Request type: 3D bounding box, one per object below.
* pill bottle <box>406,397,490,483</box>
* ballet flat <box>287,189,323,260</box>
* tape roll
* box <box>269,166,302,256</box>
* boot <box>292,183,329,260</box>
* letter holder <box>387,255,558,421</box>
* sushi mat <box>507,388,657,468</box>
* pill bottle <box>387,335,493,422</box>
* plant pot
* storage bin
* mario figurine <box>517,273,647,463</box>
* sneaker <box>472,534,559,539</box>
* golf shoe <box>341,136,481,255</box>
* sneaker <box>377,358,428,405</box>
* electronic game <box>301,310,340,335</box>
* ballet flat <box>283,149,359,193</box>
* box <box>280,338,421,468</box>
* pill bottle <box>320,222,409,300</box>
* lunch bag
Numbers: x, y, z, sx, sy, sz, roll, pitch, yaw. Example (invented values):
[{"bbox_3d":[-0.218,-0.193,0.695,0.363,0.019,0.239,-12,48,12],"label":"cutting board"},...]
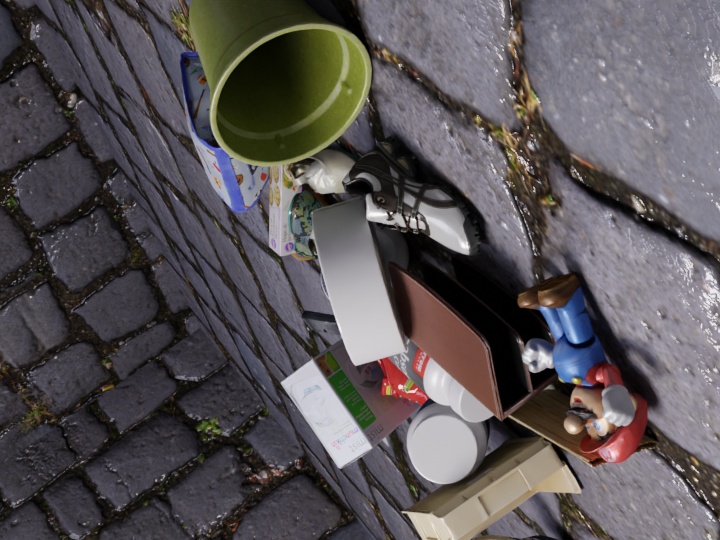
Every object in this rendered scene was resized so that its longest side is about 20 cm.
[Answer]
[{"bbox_3d":[0.126,0.240,1.572,0.116,0.115,0.200,54,-172,5],"label":"pill bottle"},{"bbox_3d":[-0.065,-0.063,1.600,0.074,0.074,0.200,53,173,10],"label":"ballet flat"},{"bbox_3d":[-0.001,0.014,1.376,0.202,0.070,0.204,-16,-90,-86],"label":"tape roll"},{"bbox_3d":[-0.116,-0.121,1.692,0.041,0.038,0.201,41,136,47],"label":"box"},{"bbox_3d":[-0.067,-0.049,1.774,0.144,0.071,0.202,46,158,34],"label":"boot"},{"bbox_3d":[0.133,0.054,1.309,0.200,0.100,0.143,40,157,45],"label":"letter holder"},{"bbox_3d":[0.240,0.176,1.252,0.200,0.095,0.012,-155,57,-63],"label":"sushi mat"},{"bbox_3d":[0.110,0.107,1.461,0.200,0.116,0.116,40,159,45],"label":"pill bottle"},{"bbox_3d":[-0.113,-0.259,1.293,0.201,0.199,0.185,76,167,-53],"label":"plant pot"},{"bbox_3d":[0.181,0.327,1.536,0.094,0.199,0.199,59,166,4],"label":"storage bin"},{"bbox_3d":[0.221,0.111,1.128,0.201,0.106,0.123,64,-161,-1],"label":"mario figurine"},{"bbox_3d":[0.243,0.434,1.658,0.199,0.075,0.085,16,-173,-16],"label":"sneaker"},{"bbox_3d":[0.059,-0.069,1.292,0.200,0.094,0.078,44,159,34],"label":"golf shoe"},{"bbox_3d":[0.075,0.188,1.801,0.200,0.085,0.077,52,165,14],"label":"sneaker"},{"bbox_3d":[0.009,0.086,1.668,0.200,0.199,0.042,-178,99,-72],"label":"electronic game"},{"bbox_3d":[-0.057,-0.139,1.561,0.070,0.069,0.200,62,164,-23],"label":"ballet flat"},{"bbox_3d":[-0.006,0.205,1.842,0.097,0.200,0.177,-39,84,38],"label":"box"},{"bbox_3d":[0.000,0.000,1.586,0.111,0.111,0.200,54,165,6],"label":"pill bottle"},{"bbox_3d":[-0.200,-0.211,1.662,0.170,0.123,0.201,79,-179,-57],"label":"lunch bag"}]
